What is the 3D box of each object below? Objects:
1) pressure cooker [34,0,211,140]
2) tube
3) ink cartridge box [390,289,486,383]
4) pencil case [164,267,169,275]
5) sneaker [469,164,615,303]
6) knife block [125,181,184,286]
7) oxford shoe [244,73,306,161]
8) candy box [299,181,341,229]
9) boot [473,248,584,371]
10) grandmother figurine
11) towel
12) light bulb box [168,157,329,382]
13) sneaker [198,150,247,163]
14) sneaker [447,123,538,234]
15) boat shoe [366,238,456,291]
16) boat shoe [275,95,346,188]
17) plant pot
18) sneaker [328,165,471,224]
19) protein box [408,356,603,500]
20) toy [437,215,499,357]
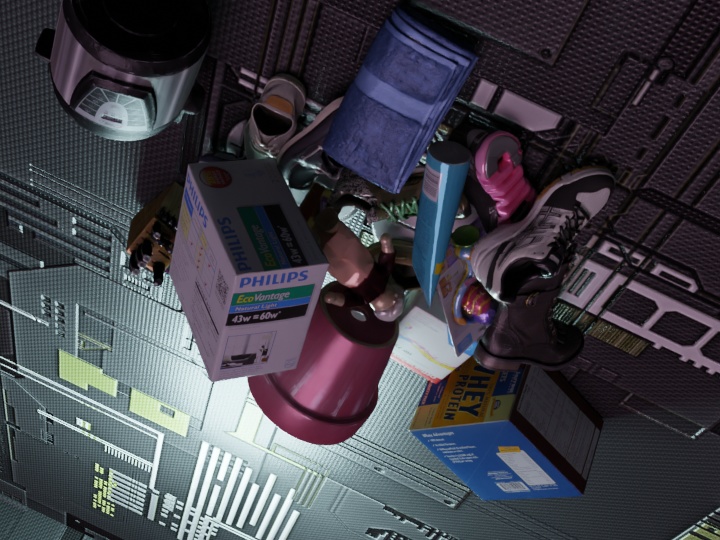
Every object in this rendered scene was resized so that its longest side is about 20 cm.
[{"bbox_3d":[-0.274,-0.254,1.301,0.176,0.178,0.200,56,147,10],"label":"pressure cooker"},{"bbox_3d":[0.088,-0.056,1.302,0.050,0.078,0.201,2,129,-11],"label":"tube"},{"bbox_3d":[0.100,0.095,1.620,0.116,0.068,0.200,30,147,-6],"label":"ink cartridge box"},{"bbox_3d":[-0.222,0.032,1.723,0.085,0.093,0.200,-35,123,11],"label":"pencil case"},{"bbox_3d":[0.224,-0.036,1.280,0.200,0.088,0.075,-40,133,17],"label":"sneaker"},{"bbox_3d":[-0.306,-0.035,1.609,0.064,0.176,0.200,39,144,-19],"label":"knife block"},{"bbox_3d":[-0.117,-0.172,1.411,0.075,0.058,0.200,24,148,-2],"label":"oxford shoe"},{"bbox_3d":[-0.094,-0.021,1.544,0.056,0.117,0.200,28,146,-4],"label":"candy box"},{"bbox_3d":[0.244,0.046,1.436,0.069,0.199,0.175,46,130,40],"label":"boot"},{"bbox_3d":[0.000,0.000,1.458,0.200,0.121,0.061,48,-177,-40],"label":"grandmother figurine"},{"bbox_3d":[0.040,-0.188,1.233,0.111,0.049,0.201,29,124,-3],"label":"towel"},{"bbox_3d":[-0.148,-0.002,1.390,0.124,0.199,0.201,-8,140,-27],"label":"light bulb box"},{"bbox_3d":[-0.176,-0.102,1.545,0.070,0.109,0.200,7,172,21],"label":"sneaker"},{"bbox_3d":[0.156,-0.102,1.332,0.095,0.079,0.201,28,153,38],"label":"sneaker"},{"bbox_3d":[0.066,0.001,1.518,0.199,0.063,0.073,-3,137,35],"label":"boat shoe"},{"bbox_3d":[-0.046,-0.144,1.373,0.072,0.063,0.200,-9,161,-35],"label":"boat shoe"},{"bbox_3d":[-0.041,0.119,1.574,0.199,0.201,0.179,30,126,-7],"label":"plant pot"},{"bbox_3d":[0.045,-0.084,1.377,0.199,0.089,0.077,16,149,31],"label":"sneaker"},{"bbox_3d":[0.222,0.237,1.670,0.198,0.135,0.200,-15,130,44],"label":"protein box"},{"bbox_3d":[0.159,0.024,1.436,0.047,0.115,0.201,32,154,41],"label":"toy"}]
